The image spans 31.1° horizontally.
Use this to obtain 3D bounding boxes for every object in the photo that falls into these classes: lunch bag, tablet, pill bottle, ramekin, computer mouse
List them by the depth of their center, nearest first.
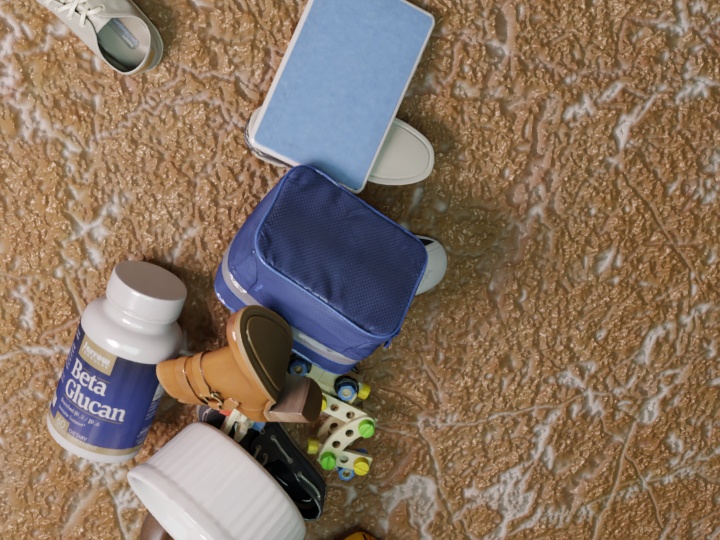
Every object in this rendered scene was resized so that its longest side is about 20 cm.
[{"bbox_3d":[-0.017,-0.192,1.298,0.130,0.014,0.201,24,89,-16],"label":"tablet"},{"bbox_3d":[-0.037,0.008,1.310,0.200,0.136,0.132,35,146,-11],"label":"lunch bag"},{"bbox_3d":[-0.256,0.095,1.384,0.110,0.111,0.201,17,111,-15],"label":"pill bottle"},{"bbox_3d":[0.000,0.000,1.412,0.198,0.044,0.110,-4,114,-6],"label":"computer mouse"},{"bbox_3d":[-0.152,0.260,1.414,0.098,0.200,0.201,-45,117,-21],"label":"ramekin"}]

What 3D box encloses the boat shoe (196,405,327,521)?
[{"bbox_3d":[-0.109,0.216,1.487,0.073,0.063,0.200,-39,114,10],"label":"boat shoe"}]

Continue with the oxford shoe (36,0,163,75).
[{"bbox_3d":[-0.270,-0.264,1.244,0.075,0.058,0.200,-41,112,14],"label":"oxford shoe"}]

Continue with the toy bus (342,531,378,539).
[{"bbox_3d":[-0.050,0.407,1.577,0.200,0.065,0.078,-42,135,12],"label":"toy bus"}]

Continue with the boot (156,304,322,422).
[{"bbox_3d":[-0.139,0.098,1.304,0.154,0.074,0.200,4,146,22],"label":"boot"}]

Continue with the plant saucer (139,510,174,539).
[{"bbox_3d":[-0.166,0.334,1.554,0.199,0.032,0.201,-3,116,-6],"label":"plant saucer"}]

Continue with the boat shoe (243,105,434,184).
[{"bbox_3d":[-0.024,-0.127,1.341,0.199,0.060,0.074,6,83,-14],"label":"boat shoe"}]

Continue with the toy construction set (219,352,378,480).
[{"bbox_3d":[-0.063,0.158,1.458,0.199,0.092,0.132,21,111,-27],"label":"toy construction set"}]
